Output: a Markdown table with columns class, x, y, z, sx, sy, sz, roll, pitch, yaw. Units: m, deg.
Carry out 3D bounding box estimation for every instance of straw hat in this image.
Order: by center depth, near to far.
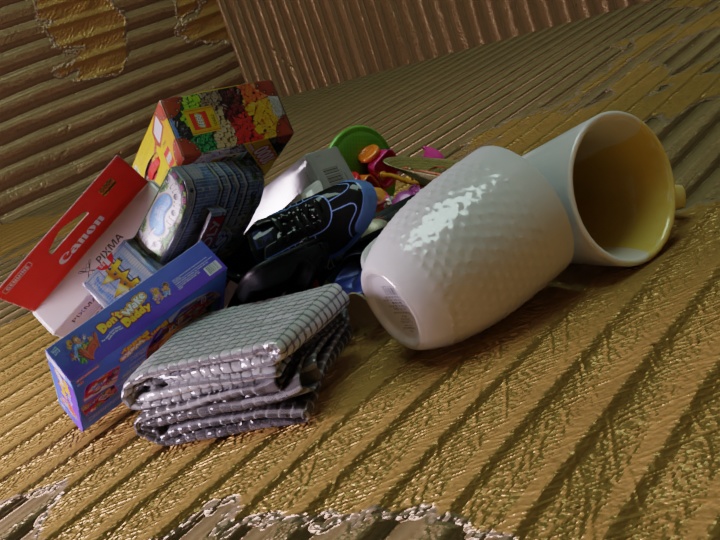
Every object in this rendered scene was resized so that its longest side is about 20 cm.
| class | x | y | z | sx | sy | sz | roll | pitch | yaw |
| --- | --- | --- | --- | --- | --- | --- | --- | --- | --- |
| straw hat | 0.111 | -0.079 | 1.214 | 0.197 | 0.087 | 0.201 | 6 | 12 | -1 |

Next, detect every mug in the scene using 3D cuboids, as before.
| class | x | y | z | sx | sy | sz | roll | pitch | yaw |
| --- | --- | --- | --- | --- | --- | --- | --- | --- | --- |
| mug | 0.079 | -0.016 | 0.997 | 0.174 | 0.149 | 0.199 | -36 | 26 | -22 |
| mug | 0.232 | -0.063 | 1.063 | 0.152 | 0.186 | 0.151 | -11 | 50 | 57 |

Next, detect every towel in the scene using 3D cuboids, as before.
| class | x | y | z | sx | sy | sz | roll | pitch | yaw |
| --- | --- | --- | --- | --- | --- | --- | --- | --- | --- |
| towel | -0.111 | 0.092 | 0.998 | 0.197 | 0.087 | 0.166 | -14 | 15 | 24 |

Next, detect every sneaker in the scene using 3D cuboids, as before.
| class | x | y | z | sx | sy | sz | roll | pitch | yaw |
| --- | --- | --- | --- | --- | --- | --- | --- | --- | --- |
| sneaker | -0.072 | -0.040 | 1.143 | 0.199 | 0.071 | 0.077 | -36 | -26 | 24 |

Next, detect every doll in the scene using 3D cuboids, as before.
| class | x | y | z | sx | sy | sz | roll | pitch | yaw |
| --- | --- | --- | --- | --- | --- | --- | --- | --- | --- |
| doll | 0.000 | 0.000 | 1.139 | 0.136 | 0.048 | 0.201 | -38 | 18 | 30 |

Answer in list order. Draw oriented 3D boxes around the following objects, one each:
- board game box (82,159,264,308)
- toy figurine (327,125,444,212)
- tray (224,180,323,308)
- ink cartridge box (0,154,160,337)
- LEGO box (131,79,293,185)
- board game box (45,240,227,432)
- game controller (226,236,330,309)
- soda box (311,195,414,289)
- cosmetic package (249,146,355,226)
| class | x | y | z | sx | sy | sz | roll | pitch | yaw |
| --- | --- | --- | --- | --- | --- | --- | --- | --- | --- |
| board game box | -0.205 | -0.022 | 1.143 | 0.201 | 0.061 | 0.199 | -58 | -17 | 24 |
| toy figurine | 0.044 | -0.106 | 1.407 | 0.182 | 0.151 | 0.201 | 8 | 53 | 46 |
| tray | -0.114 | -0.019 | 1.240 | 0.199 | 0.022 | 0.108 | -39 | 44 | 23 |
| ink cartridge box | -0.285 | -0.016 | 1.130 | 0.201 | 0.043 | 0.174 | -49 | -16 | -3 |
| LEGO box | -0.188 | -0.138 | 1.244 | 0.147 | 0.078 | 0.200 | -17 | -14 | -30 |
| board game box | -0.233 | 0.071 | 1.087 | 0.199 | 0.045 | 0.135 | -38 | -17 | -27 |
| game controller | -0.099 | 0.024 | 1.122 | 0.103 | 0.043 | 0.200 | -15 | -18 | -24 |
| soda box | 0.018 | -0.029 | 1.271 | 0.198 | 0.064 | 0.070 | -28 | 17 | -28 |
| cosmetic package | -0.091 | -0.064 | 1.325 | 0.199 | 0.103 | 0.074 | -32 | -6 | 37 |
